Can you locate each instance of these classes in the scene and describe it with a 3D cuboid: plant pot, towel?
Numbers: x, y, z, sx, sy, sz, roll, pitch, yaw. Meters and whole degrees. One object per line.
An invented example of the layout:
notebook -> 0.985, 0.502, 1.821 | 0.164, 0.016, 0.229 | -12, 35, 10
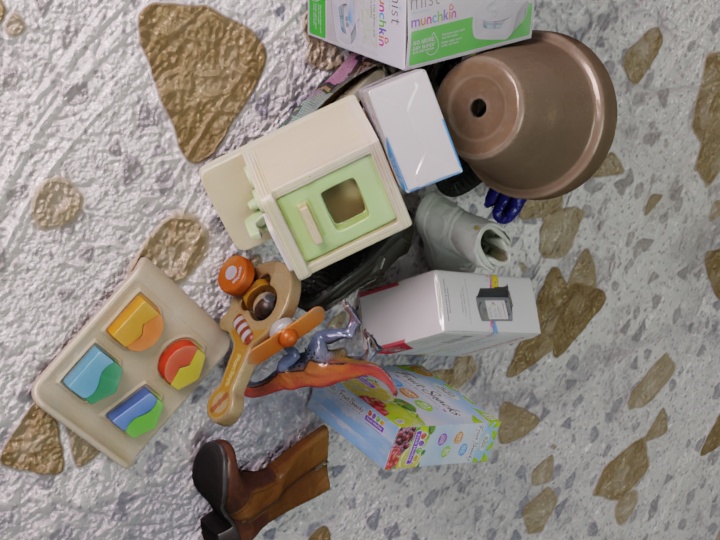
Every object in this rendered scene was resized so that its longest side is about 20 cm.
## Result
plant pot -> 0.175, -0.183, 1.504 | 0.174, 0.199, 0.202 | -3, 113, -58
towel -> 0.217, -0.148, 1.715 | 0.200, 0.049, 0.149 | -46, 160, -70

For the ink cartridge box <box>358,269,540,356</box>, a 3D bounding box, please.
ink cartridge box -> 0.117, 0.059, 1.719 | 0.199, 0.147, 0.087 | 3, 74, -46

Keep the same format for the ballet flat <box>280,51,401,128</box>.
ballet flat -> -0.025, -0.185, 1.524 | 0.200, 0.071, 0.069 | -49, 137, -13

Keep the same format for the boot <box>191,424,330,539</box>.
boot -> -0.112, 0.255, 1.670 | 0.199, 0.068, 0.190 | -27, 127, -32

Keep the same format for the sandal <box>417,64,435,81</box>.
sandal -> 0.025, -0.176, 1.577 | 0.201, 0.081, 0.055 | -52, 136, -20

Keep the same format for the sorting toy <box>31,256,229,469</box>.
sorting toy -> -0.252, 0.111, 1.486 | 0.201, 0.036, 0.185 | -52, 136, -10

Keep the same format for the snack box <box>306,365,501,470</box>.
snack box -> 0.058, 0.190, 1.723 | 0.199, 0.168, 0.068 | 5, 111, -45

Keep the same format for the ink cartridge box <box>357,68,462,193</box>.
ink cartridge box -> 0.050, -0.158, 1.443 | 0.067, 0.200, 0.116 | -21, 99, 0

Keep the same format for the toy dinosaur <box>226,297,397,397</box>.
toy dinosaur -> -0.073, 0.110, 1.556 | 0.181, 0.200, 0.105 | -34, 121, 6

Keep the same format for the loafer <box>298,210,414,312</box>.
loafer -> 0.000, 0.000, 1.640 | 0.199, 0.073, 0.072 | -37, 130, -24

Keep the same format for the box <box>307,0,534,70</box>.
box -> 0.069, -0.309, 1.474 | 0.199, 0.176, 0.098 | -20, 123, -36

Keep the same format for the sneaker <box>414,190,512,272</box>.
sneaker -> 0.147, -0.021, 1.716 | 0.074, 0.115, 0.200 | -56, 153, -10

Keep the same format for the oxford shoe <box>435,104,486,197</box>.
oxford shoe -> 0.170, -0.175, 1.661 | 0.200, 0.073, 0.084 | -50, 171, 15

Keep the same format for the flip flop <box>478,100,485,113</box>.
flip flop -> 0.194, -0.241, 1.712 | 0.081, 0.057, 0.202 | -10, 117, -40

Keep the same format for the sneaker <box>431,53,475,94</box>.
sneaker -> 0.096, -0.194, 1.633 | 0.090, 0.078, 0.201 | 28, 92, -54

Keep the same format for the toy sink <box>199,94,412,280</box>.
toy sink -> -0.062, -0.080, 1.460 | 0.198, 0.112, 0.131 | -24, 130, 0

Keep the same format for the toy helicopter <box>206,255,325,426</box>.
toy helicopter -> -0.120, 0.086, 1.510 | 0.079, 0.132, 0.202 | 30, 78, -47
